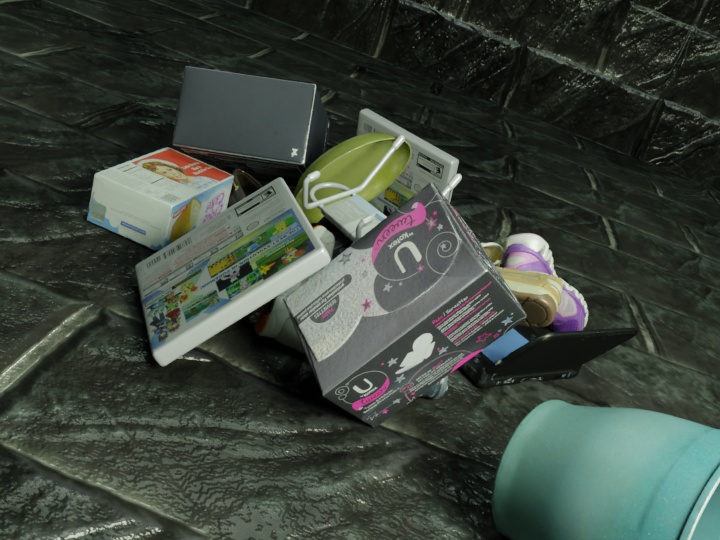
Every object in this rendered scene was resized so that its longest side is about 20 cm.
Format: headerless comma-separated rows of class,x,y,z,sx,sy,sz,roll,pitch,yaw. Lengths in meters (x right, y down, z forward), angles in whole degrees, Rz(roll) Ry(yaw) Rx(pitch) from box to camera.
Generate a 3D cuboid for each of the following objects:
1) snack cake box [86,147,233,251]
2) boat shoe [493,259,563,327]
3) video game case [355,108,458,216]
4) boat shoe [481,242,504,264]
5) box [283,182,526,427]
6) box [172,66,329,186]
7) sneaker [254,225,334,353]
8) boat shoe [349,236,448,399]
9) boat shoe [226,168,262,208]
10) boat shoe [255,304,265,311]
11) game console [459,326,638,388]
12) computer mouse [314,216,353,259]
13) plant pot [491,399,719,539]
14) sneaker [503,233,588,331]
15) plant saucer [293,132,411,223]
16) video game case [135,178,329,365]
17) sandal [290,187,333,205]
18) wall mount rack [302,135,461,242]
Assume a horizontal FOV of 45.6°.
snack cake box,-0.265,-0.101,1.158,0.113,0.068,0.200,22,22,9
boat shoe,0.160,0.020,1.090,0.196,0.073,0.077,13,45,25
video game case,0.061,-0.135,1.366,0.199,0.185,0.022,34,41,31
boat shoe,0.132,0.005,1.177,0.200,0.086,0.075,-20,71,-38
box,0.041,0.036,0.863,0.115,0.199,0.133,41,16,-51
box,-0.156,-0.211,1.294,0.196,0.126,0.198,9,-3,4
sneaker,-0.056,0.029,1.030,0.091,0.076,0.201,33,40,-9
boat shoe,0.039,0.058,0.996,0.090,0.071,0.204,12,53,-36
boat shoe,-0.138,-0.079,1.225,0.071,0.062,0.201,-2,31,-44
boat shoe,-0.156,-0.003,1.027,0.071,0.067,0.200,25,0,-33
game console,0.219,0.080,1.097,0.197,0.118,0.176,2,29,-39
computer mouse,0.000,0.000,1.112,0.136,0.053,0.201,-24,48,-11
plant pot,0.221,0.207,0.732,0.198,0.204,0.186,-4,17,-45
sneaker,0.256,0.042,1.222,0.200,0.079,0.089,48,50,-33
plant saucer,-0.018,-0.139,1.239,0.198,0.200,0.031,-10,64,-51
video game case,-0.143,-0.006,0.913,0.022,0.198,0.183,60,-3,-35
sandal,-0.060,-0.104,1.339,0.198,0.082,0.055,-20,73,-45
wall mount rack,0.026,-0.097,1.115,0.172,0.076,0.200,-24,48,-32
